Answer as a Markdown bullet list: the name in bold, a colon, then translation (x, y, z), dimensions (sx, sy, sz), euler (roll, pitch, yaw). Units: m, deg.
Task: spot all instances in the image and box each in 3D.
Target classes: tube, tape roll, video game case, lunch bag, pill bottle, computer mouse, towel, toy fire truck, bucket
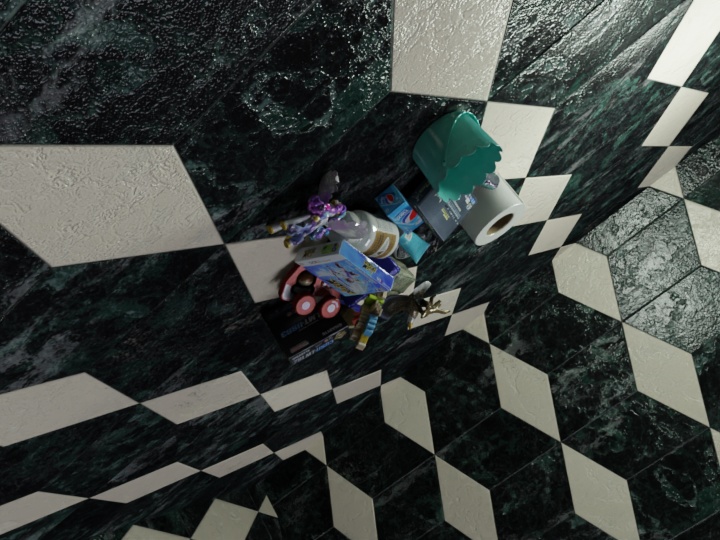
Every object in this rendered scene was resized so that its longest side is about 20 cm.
- **tube**: translation (0.158, -0.086, 1.850), dimensions (0.078, 0.050, 0.200), euler (-50, 144, 3)
- **tape roll**: translation (0.413, -0.198, 1.925), dimensions (0.202, 0.140, 0.203), euler (-30, 158, -13)
- **video game case**: translation (-0.043, -0.001, 1.552), dimensions (0.181, 0.046, 0.200), euler (-8, 145, 47)
- **lunch bag**: translation (0.054, 0.029, 1.874), dimensions (0.168, 0.140, 0.200), euler (-46, 158, 12)
- **pill bottle**: translation (0.005, -0.098, 1.565), dimensions (0.114, 0.115, 0.199), euler (-44, 152, 24)
- **computer mouse**: translation (0.177, -0.092, 1.925), dimensions (0.199, 0.044, 0.110), euler (-14, 128, -34)
- **towel**: translation (0.000, 0.000, 1.756), dimensions (0.199, 0.148, 0.050), euler (-36, -166, 13)
- **toy fire truck**: translation (-0.127, 0.031, 1.663), dimensions (0.199, 0.112, 0.169), euler (10, 108, -36)
- **bucket**: translation (0.238, -0.286, 1.480), dimensions (0.206, 0.135, 0.208), euler (-30, 159, -13)

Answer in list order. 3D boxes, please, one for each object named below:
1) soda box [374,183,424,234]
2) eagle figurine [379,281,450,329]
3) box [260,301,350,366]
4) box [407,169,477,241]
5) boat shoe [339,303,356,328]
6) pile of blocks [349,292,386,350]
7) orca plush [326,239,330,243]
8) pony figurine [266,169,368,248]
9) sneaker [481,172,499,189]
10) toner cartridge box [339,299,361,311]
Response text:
- **soda box**: translation (0.111, -0.166, 1.645), dimensions (0.064, 0.068, 0.200), euler (-38, 159, 10)
- **eagle figurine**: translation (0.152, 0.109, 1.864), dimensions (0.152, 0.199, 0.151), euler (45, 71, -37)
- **box**: translation (-0.163, 0.154, 1.741), dimensions (0.199, 0.199, 0.050), euler (-28, 139, -14)
- **box**: translation (0.234, -0.195, 1.663), dimensions (0.158, 0.051, 0.200), euler (-48, 139, -3)
- **boat shoe**: translation (-0.088, 0.144, 1.813), dimensions (0.065, 0.199, 0.072), euler (74, 33, -47)
- **pile of blocks**: translation (0.016, 0.125, 1.696), dimensions (0.082, 0.062, 0.201), euler (169, -58, -75)
- **orca plush**: translation (-0.013, -0.019, 1.644), dimensions (0.105, 0.071, 0.201), euler (-43, 121, -27)
- **pony figurine**: translation (-0.095, -0.124, 1.360), dimensions (0.199, 0.168, 0.193), euler (-28, -169, -24)
- **sneaker**: translation (0.376, -0.296, 1.760), dimensions (0.199, 0.075, 0.088), euler (-5, 140, -51)
- **toner cartridge box**: translation (-0.054, 0.130, 1.888), dimensions (0.095, 0.198, 0.043), euler (82, 23, -68)
